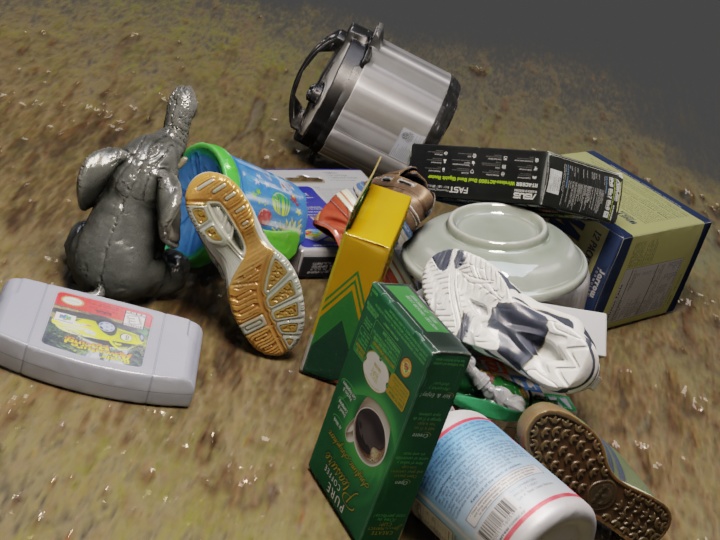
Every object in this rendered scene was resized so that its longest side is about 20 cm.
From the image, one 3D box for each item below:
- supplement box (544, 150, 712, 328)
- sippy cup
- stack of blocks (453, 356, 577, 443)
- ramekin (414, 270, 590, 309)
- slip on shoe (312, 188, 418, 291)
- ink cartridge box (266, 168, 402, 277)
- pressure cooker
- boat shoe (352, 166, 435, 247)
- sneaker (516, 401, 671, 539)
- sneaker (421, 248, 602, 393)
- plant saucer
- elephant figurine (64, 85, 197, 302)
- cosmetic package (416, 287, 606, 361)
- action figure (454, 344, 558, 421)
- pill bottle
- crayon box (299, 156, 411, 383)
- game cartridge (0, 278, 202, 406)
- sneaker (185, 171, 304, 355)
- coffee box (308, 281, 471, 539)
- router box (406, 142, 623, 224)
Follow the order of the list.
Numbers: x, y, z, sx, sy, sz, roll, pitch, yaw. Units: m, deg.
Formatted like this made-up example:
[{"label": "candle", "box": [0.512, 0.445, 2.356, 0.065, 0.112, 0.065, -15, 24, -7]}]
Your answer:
[{"label": "supplement box", "box": [0.282, -0.040, 1.988, 0.200, 0.134, 0.200, 35, 29, 33]}, {"label": "sippy cup", "box": [-0.134, -0.062, 1.773, 0.130, 0.140, 0.178, 12, 49, -37]}, {"label": "stack of blocks", "box": [0.108, 0.136, 1.594, 0.200, 0.059, 0.115, 9, 26, -20]}, {"label": "ramekin", "box": [0.166, 0.015, 1.831, 0.200, 0.105, 0.200, 15, 25, -7]}, {"label": "slip on shoe", "box": [0.016, 0.001, 1.780, 0.200, 0.061, 0.074, 55, 0, 18]}, {"label": "ink cartridge box", "box": [-0.036, -0.058, 1.921, 0.198, 0.047, 0.200, -2, 30, -33]}, {"label": "pressure cooker", "box": [0.011, -0.217, 2.094, 0.200, 0.176, 0.179, 25, -16, -7]}, {"label": "boat shoe", "box": [0.045, -0.074, 1.767, 0.072, 0.072, 0.200, 54, 1, -15]}, {"label": "sneaker", "box": [0.202, 0.180, 1.501, 0.200, 0.067, 0.090, 41, 1, -27]}, {"label": "sneaker", "box": [0.154, 0.058, 1.552, 0.199, 0.080, 0.130, 28, -3, 28]}, {"label": "plant saucer", "box": [0.143, -0.029, 1.708, 0.200, 0.050, 0.200, 2, 26, -1]}, {"label": "elephant figurine", "box": [-0.230, -0.076, 1.635, 0.141, 0.200, 0.155, 3, 29, -31]}, {"label": "cosmetic package", "box": [0.130, 0.068, 1.657, 0.200, 0.052, 0.151, 10, -16, -19]}, {"label": "action figure", "box": [0.093, 0.100, 1.520, 0.200, 0.055, 0.118, 23, 6, -3]}, {"label": "pill bottle", "box": [0.103, 0.193, 1.414, 0.109, 0.109, 0.200, -6, 34, -41]}, {"label": "crayon box", "box": [0.000, 0.000, 1.623, 0.051, 0.200, 0.127, 20, 30, 3]}, {"label": "game cartridge", "box": [-0.250, 0.069, 1.520, 0.200, 0.041, 0.133, 14, 29, -9]}, {"label": "sneaker", "box": [-0.114, -0.011, 1.639, 0.076, 0.200, 0.088, -23, 8, -4]}, {"label": "coffee box", "box": [0.021, 0.124, 1.394, 0.044, 0.200, 0.123, 5, 26, -30]}, {"label": "router box", "box": [0.172, -0.098, 1.825, 0.200, 0.062, 0.150, 8, -1, 42]}]
